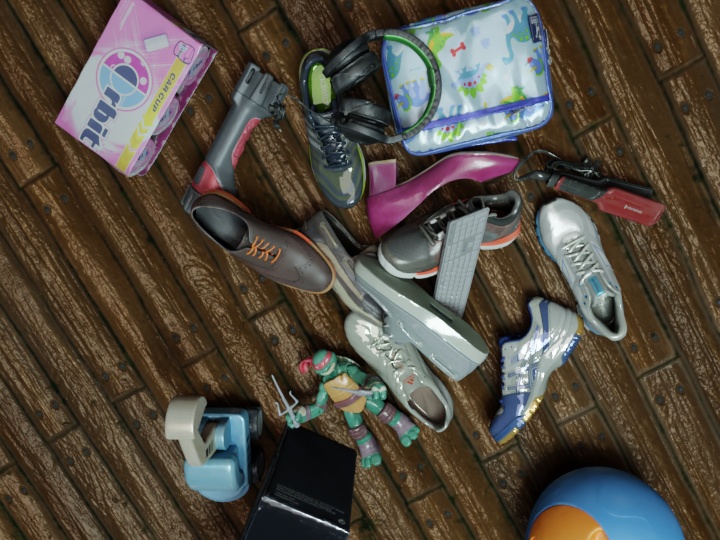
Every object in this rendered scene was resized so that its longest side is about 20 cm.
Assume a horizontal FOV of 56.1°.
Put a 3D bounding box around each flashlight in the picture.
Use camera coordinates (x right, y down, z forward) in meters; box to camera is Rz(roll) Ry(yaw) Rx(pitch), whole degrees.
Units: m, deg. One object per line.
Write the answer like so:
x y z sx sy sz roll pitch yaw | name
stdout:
-0.158 -0.157 0.867 0.067 0.068 0.202 31 98 1 | flashlight

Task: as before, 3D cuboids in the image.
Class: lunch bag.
0.130 -0.229 0.820 0.196 0.083 0.164 -10 104 7 | lunch bag

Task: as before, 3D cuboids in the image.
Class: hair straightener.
0.278 -0.108 0.842 0.196 0.078 0.041 10 128 -12 | hair straightener

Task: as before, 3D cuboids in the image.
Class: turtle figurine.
-0.016 0.171 0.906 0.148 0.101 0.200 -27 117 31 | turtle figurine

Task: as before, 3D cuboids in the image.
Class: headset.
-0.005 -0.198 0.756 0.196 0.094 0.126 -13 98 1 | headset

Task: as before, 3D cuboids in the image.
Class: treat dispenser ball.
0.313 0.359 0.871 0.196 0.201 0.206 1 102 4 | treat dispenser ball

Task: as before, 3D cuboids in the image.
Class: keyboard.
0.119 0.004 0.839 0.055 0.011 0.202 -17 141 -18 | keyboard

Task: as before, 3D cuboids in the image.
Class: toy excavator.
-0.193 0.230 0.880 0.098 0.200 0.199 0 103 3 | toy excavator

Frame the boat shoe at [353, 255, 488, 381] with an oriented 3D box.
0.062 0.064 0.831 0.199 0.070 0.072 37 110 -2 | boat shoe

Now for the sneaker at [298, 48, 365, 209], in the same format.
-0.041 -0.174 0.842 0.072 0.081 0.204 -13 101 7 | sneaker

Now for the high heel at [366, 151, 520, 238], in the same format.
0.102 -0.096 0.852 0.195 0.067 0.098 -4 94 9 | high heel

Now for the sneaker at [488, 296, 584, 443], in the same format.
0.214 0.130 0.904 0.087 0.075 0.203 30 96 9 | sneaker

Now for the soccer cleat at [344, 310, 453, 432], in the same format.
0.055 0.130 0.903 0.069 0.078 0.200 -42 96 11 | soccer cleat

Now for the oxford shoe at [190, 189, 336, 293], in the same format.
-0.120 -0.025 0.823 0.197 0.073 0.072 29 103 -5 | oxford shoe

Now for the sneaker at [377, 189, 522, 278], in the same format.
0.111 -0.058 0.830 0.197 0.082 0.078 -21 60 -15 | sneaker

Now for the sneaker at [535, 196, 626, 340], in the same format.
0.289 -0.001 0.855 0.074 0.087 0.202 -29 97 11 | sneaker

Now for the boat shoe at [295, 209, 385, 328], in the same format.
0.000 0.000 0.876 0.199 0.075 0.074 39 115 -5 | boat shoe

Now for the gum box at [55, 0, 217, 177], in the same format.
-0.285 -0.229 0.855 0.113 0.066 0.201 35 103 -2 | gum box

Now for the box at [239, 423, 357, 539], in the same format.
-0.094 0.349 0.899 0.121 0.199 0.203 22 103 -4 | box
